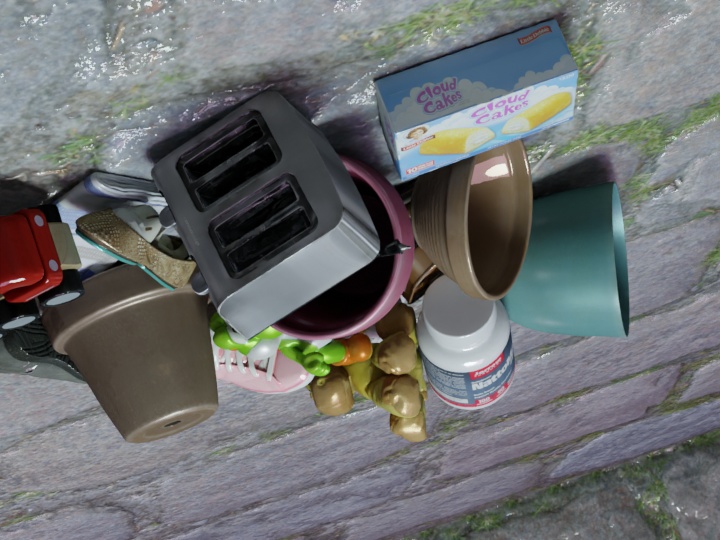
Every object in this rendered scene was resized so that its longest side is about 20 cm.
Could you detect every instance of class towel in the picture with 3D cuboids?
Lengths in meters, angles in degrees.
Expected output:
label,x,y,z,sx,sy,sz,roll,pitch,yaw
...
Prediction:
label,x,y,z,sx,sy,sz,roll,pitch,yaw
towel,-0.289,-0.039,1.571,0.200,0.024,0.147,-33,155,30

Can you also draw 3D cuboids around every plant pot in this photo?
label,x,y,z,sx,sy,sz,roll,pitch,yaw
plant pot,-0.026,-0.028,1.631,0.200,0.200,0.179,-26,174,15
plant pot,-0.245,0.098,1.702,0.200,0.175,0.200,-20,166,-5
plant pot,0.119,-0.070,1.688,0.092,0.201,0.201,5,171,28
plant pot,0.257,-0.009,1.915,0.160,0.201,0.201,-4,162,14

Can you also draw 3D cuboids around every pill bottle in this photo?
label,x,y,z,sx,sy,sz,roll,pitch,yaw
pill bottle,0.133,0.087,1.886,0.119,0.120,0.200,-20,152,-1

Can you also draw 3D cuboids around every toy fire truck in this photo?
label,x,y,z,sx,sy,sz,roll,pitch,yaw
toy fire truck,-0.398,-0.007,1.436,0.176,0.129,0.200,-25,169,28

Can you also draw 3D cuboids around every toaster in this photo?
label,x,y,z,sx,sy,sz,roll,pitch,yaw
toaster,-0.088,-0.057,1.471,0.200,0.181,0.119,-32,156,8

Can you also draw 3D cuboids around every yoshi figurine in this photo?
label,x,y,z,sx,sy,sz,roll,pitch,yaw
yoshi figurine,-0.073,0.061,1.708,0.200,0.112,0.112,2,111,-38

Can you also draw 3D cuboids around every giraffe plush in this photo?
label,x,y,z,sx,sy,sz,roll,pitch,yaw
giraffe plush,-0.002,0.130,1.922,0.162,0.173,0.200,-6,-166,6

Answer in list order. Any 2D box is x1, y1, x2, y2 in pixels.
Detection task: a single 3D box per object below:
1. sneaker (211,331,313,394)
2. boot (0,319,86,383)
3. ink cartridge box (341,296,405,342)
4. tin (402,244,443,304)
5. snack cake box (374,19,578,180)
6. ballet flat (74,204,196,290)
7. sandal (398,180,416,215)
label,x,y,z,sx,sy,sz,roll,pitch,yaw
sneaker,-0.161,0.108,1.873,0.200,0.076,0.105,9,174,23
boot,-0.410,0.104,1.780,0.130,0.068,0.200,-17,159,20
ink cartridge box,-0.011,0.072,2.029,0.199,0.067,0.117,-12,156,-19
tin,0.094,-0.016,1.850,0.112,0.042,0.200,-37,171,-9
snack cake box,0.121,-0.176,1.546,0.200,0.067,0.115,-20,160,-2
ballet flat,-0.225,-0.035,1.539,0.065,0.070,0.200,-50,158,2
sandal,0.060,-0.068,1.766,0.200,0.055,0.082,-18,160,-19
